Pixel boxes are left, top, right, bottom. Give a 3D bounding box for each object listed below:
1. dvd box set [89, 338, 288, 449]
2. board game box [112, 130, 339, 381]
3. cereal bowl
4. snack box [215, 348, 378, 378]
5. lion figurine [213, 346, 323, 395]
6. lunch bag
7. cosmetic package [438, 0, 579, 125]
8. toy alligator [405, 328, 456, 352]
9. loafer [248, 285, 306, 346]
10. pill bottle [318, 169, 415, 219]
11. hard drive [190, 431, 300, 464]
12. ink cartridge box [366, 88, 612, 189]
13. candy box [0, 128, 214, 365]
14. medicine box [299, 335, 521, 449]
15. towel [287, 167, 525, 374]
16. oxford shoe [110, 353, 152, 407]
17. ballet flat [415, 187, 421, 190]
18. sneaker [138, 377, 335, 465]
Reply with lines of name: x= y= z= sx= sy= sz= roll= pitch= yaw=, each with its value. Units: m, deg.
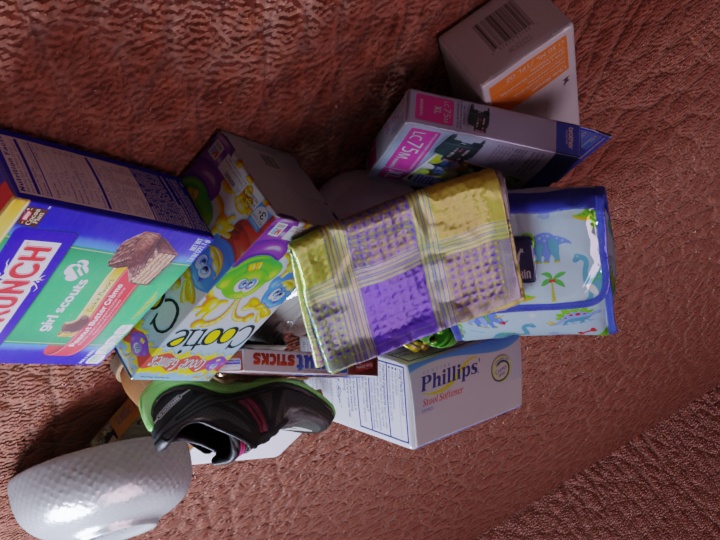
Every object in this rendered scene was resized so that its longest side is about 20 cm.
dvd box set: x=-0.191 y=0.138 z=1.131 sx=0.200 sy=0.029 sz=0.146 roll=-47 pitch=152 yaw=22
board game box: x=-0.127 y=-0.006 z=0.877 sx=0.200 sy=0.103 sz=0.105 roll=-46 pitch=153 yaw=20
cereal bowl: x=-0.275 y=0.249 z=1.095 sx=0.200 sy=0.083 sz=0.200 roll=-16 pitch=163 yaw=-5
snack box: x=-0.070 y=0.094 z=1.011 sx=0.072 sy=0.024 sz=0.200 roll=-7 pitch=170 yaw=38
lion figurine: x=-0.115 y=0.146 z=1.123 sx=0.122 sy=0.073 sz=0.200 roll=-8 pitch=151 yaw=-17
lunch bag: x=0.155 y=-0.015 z=0.962 sx=0.170 sy=0.128 sz=0.200 roll=-4 pitch=149 yaw=15
cosmetic package: x=0.148 y=-0.174 z=0.965 sx=0.101 sy=0.071 sz=0.200 roll=-35 pitch=155 yaw=-1
toy alligator: x=0.070 y=0.058 z=1.039 sx=0.059 sy=0.054 sz=0.200 roll=-60 pitch=165 yaw=6
loafer: x=-0.067 y=0.027 z=0.978 sx=0.200 sy=0.070 sz=0.070 roll=-32 pitch=-147 yaw=60
pill bottle: x=0.000 y=0.000 z=1.030 sx=0.116 sy=0.116 sz=0.200 roll=-25 pitch=153 yaw=-20
hard drive: x=-0.138 y=0.202 z=1.315 sx=0.132 sy=0.025 sz=0.200 roll=-46 pitch=153 yaw=21
ink cartridge box: x=0.117 y=-0.107 z=0.936 sx=0.200 sy=0.042 sz=0.119 roll=7 pitch=159 yaw=-15
candy box: x=-0.240 y=-0.008 z=0.767 sx=0.169 sy=0.077 sz=0.200 roll=-45 pitch=152 yaw=21
medicine box: x=0.059 y=0.118 z=1.200 sx=0.182 sy=0.200 sz=0.103 roll=-14 pitch=106 yaw=-38
towel: x=0.044 y=0.002 z=0.863 sx=0.200 sy=0.023 sz=0.144 roll=-18 pitch=121 yaw=-11
oxford shoe: x=-0.160 y=0.062 z=0.995 sx=0.200 sy=0.071 sz=0.071 roll=-46 pitch=151 yaw=18
ballet flat: x=0.077 y=-0.056 z=1.085 sx=0.072 sy=0.072 sz=0.200 roll=-20 pitch=160 yaw=-30
sneaker: x=-0.118 y=0.151 z=0.984 sx=0.200 sy=0.084 sz=0.077 roll=4 pitch=146 yaw=-27
